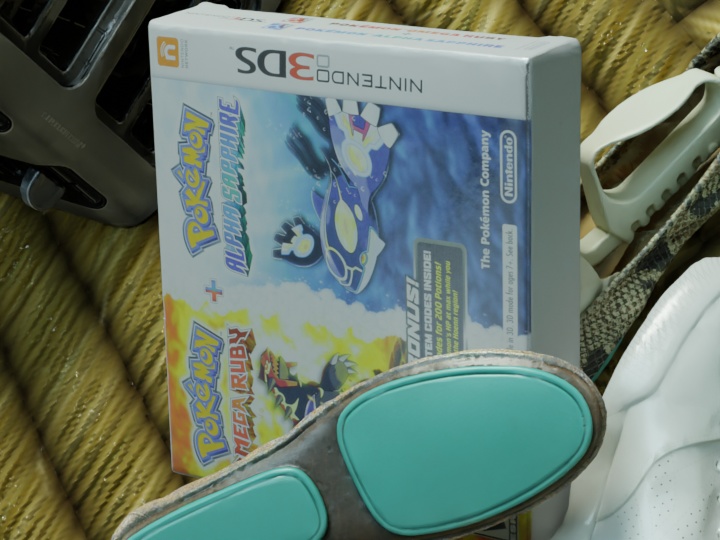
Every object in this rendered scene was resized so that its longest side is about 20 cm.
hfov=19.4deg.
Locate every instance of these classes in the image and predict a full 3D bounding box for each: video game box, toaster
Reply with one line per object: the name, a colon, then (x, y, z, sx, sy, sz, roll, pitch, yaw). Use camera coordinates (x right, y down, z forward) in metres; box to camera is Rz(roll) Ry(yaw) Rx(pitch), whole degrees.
video game box: (0.000, 0.000, 0.847, 0.182, 0.047, 0.201, 10, 110, 35)
toaster: (-0.143, -0.139, 0.994, 0.118, 0.181, 0.201, 23, 78, 33)

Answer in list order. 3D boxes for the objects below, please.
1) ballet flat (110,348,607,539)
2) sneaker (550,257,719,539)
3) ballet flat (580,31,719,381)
ballet flat: (-0.002, 0.077, 0.793, 0.199, 0.067, 0.068, -20, 90, 11)
sneaker: (0.121, 0.096, 0.792, 0.088, 0.075, 0.201, 21, 81, 23)
ballet flat: (0.100, -0.023, 0.856, 0.200, 0.075, 0.068, -48, 49, -1)
